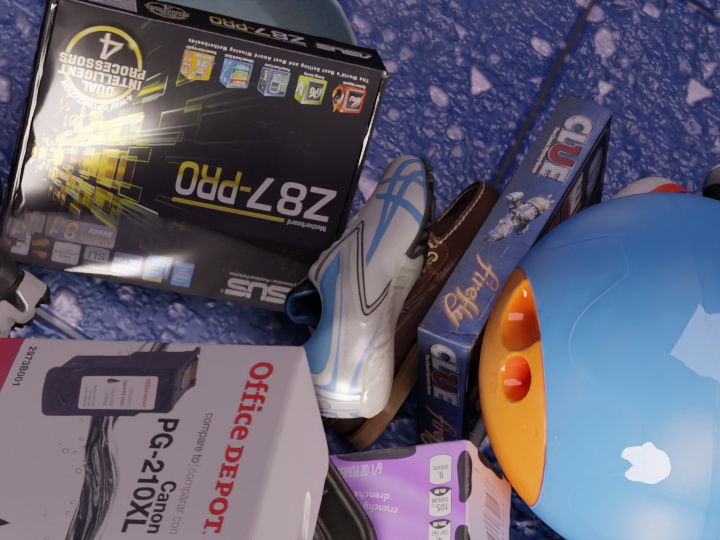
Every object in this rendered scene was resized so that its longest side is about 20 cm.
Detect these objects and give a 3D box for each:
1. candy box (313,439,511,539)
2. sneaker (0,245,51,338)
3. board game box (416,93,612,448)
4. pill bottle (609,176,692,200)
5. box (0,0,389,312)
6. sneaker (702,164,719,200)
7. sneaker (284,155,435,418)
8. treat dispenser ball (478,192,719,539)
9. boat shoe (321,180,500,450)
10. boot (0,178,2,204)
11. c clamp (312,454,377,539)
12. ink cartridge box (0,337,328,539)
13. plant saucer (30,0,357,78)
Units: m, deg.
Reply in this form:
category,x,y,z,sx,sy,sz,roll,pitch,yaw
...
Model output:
category,x,y,z,sx,sy,sz,roll,pitch,yaw
candy box,-0.009,0.203,0.935,0.166,0.072,0.202,-9,62,22
sneaker,-0.259,0.041,0.953,0.200,0.066,0.091,-48,114,-35
board game box,0.094,0.008,1.083,0.034,0.136,0.201,22,57,18
pill bottle,0.230,0.034,1.102,0.199,0.113,0.112,36,55,27
box,-0.100,-0.069,1.033,0.198,0.163,0.049,12,23,-16
sneaker,0.269,0.020,1.186,0.076,0.078,0.202,-14,70,-15
sneaker,0.000,0.000,1.009,0.072,0.072,0.201,13,44,6
treat dispenser ball,0.163,0.059,0.961,0.199,0.201,0.203,9,63,-18
boat shoe,0.026,0.013,1.091,0.070,0.070,0.201,38,58,-6
boot,-0.306,-0.091,1.016,0.131,0.070,0.201,-37,95,-34
c clamp,-0.089,0.138,0.945,0.170,0.027,0.200,-37,54,-10
ink cartridge box,-0.127,0.111,0.881,0.198,0.085,0.145,1,41,11
plant saucer,-0.098,-0.109,1.066,0.199,0.203,0.039,12,20,-16
